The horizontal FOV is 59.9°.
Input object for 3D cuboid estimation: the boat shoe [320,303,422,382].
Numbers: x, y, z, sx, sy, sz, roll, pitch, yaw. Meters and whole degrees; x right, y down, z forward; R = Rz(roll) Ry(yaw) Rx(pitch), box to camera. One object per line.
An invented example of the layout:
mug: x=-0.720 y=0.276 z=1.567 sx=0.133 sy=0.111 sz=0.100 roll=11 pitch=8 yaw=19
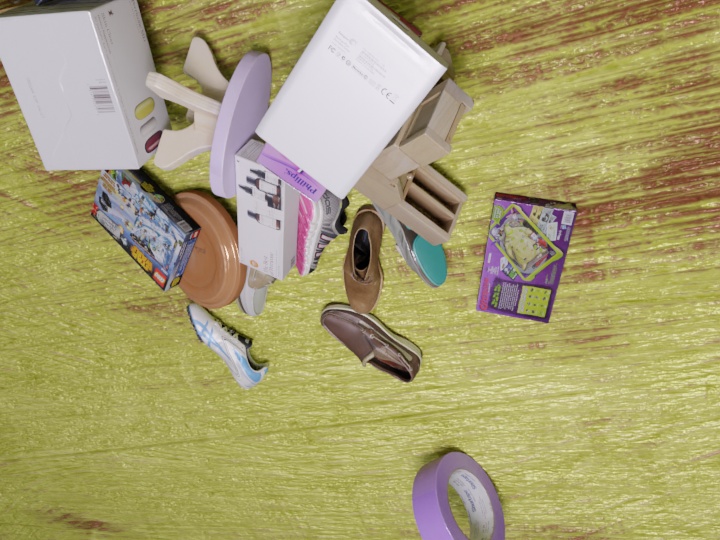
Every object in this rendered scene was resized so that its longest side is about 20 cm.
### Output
boat shoe: x=0.017 y=0.129 z=1.090 sx=0.199 sy=0.075 sz=0.075 roll=26 pitch=127 yaw=-2

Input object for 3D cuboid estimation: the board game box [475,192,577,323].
board game box: x=0.247 y=-0.016 z=0.950 sx=0.117 sy=0.033 sz=0.203 roll=7 pitch=125 yaw=7

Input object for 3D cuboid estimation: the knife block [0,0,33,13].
knife block: x=-0.421 y=-0.314 z=0.925 sx=0.196 sy=0.064 sz=0.178 roll=-2 pitch=122 yaw=18

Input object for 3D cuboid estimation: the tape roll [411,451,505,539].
tape roll: x=0.187 y=0.453 z=1.183 sx=0.200 sy=0.201 sz=0.065 roll=43 pitch=126 yaw=-15

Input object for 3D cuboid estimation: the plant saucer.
plant saucer: x=-0.271 y=-0.031 z=1.047 sx=0.197 sy=0.032 sz=0.204 roll=15 pitch=117 yaw=31

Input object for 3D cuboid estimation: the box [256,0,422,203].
box: x=-0.025 y=-0.223 z=0.797 sx=0.096 sy=0.177 sz=0.201 roll=32 pitch=127 yaw=-8

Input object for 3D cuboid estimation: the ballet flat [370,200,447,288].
ballet flat: x=0.072 y=-0.062 z=0.960 sx=0.063 sy=0.067 sz=0.202 roll=2 pitch=128 yaw=49

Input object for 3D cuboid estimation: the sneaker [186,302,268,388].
sneaker: x=-0.253 y=0.134 z=1.190 sx=0.072 sy=0.072 sz=0.201 roll=-39 pitch=102 yaw=-1

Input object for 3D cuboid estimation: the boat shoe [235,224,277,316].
boat shoe: x=-0.169 y=-0.002 z=1.056 sx=0.067 sy=0.075 sz=0.203 roll=15 pitch=126 yaw=13

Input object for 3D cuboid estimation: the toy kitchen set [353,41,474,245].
toy kitchen set: x=0.116 y=-0.165 z=0.823 sx=0.179 sy=0.166 sz=0.199 roll=33 pitch=159 yaw=-22

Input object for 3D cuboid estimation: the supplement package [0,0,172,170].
supplement package: x=-0.366 y=-0.252 z=0.843 sx=0.152 sy=0.112 sz=0.203 roll=2 pitch=125 yaw=13

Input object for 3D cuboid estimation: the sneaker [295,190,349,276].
sneaker: x=-0.063 y=-0.062 z=0.982 sx=0.074 sy=0.086 sz=0.201 roll=59 pitch=154 yaw=24

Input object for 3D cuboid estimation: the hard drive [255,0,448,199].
hard drive: x=-0.015 y=-0.189 z=0.689 sx=0.131 sy=0.027 sz=0.200 roll=36 pitch=126 yaw=-10

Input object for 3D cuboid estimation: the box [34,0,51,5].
box: x=-0.355 y=-0.460 z=0.728 sx=0.198 sy=0.124 sz=0.199 roll=-12 pitch=117 yaw=43

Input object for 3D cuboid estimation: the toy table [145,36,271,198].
toy table: x=-0.207 y=-0.215 z=0.866 sx=0.115 sy=0.204 sz=0.184 roll=17 pitch=166 yaw=8

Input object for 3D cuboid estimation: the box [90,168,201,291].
box: x=-0.362 y=-0.082 z=1.043 sx=0.200 sy=0.040 sz=0.138 roll=43 pitch=128 yaw=11

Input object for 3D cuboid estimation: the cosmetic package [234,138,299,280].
cosmetic package: x=-0.136 y=-0.082 z=0.911 sx=0.081 sy=0.051 sz=0.202 roll=23 pitch=137 yaw=15

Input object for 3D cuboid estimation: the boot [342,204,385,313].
boot: x=0.000 y=0.000 z=1.007 sx=0.072 sy=0.076 sz=0.203 roll=10 pitch=127 yaw=8
